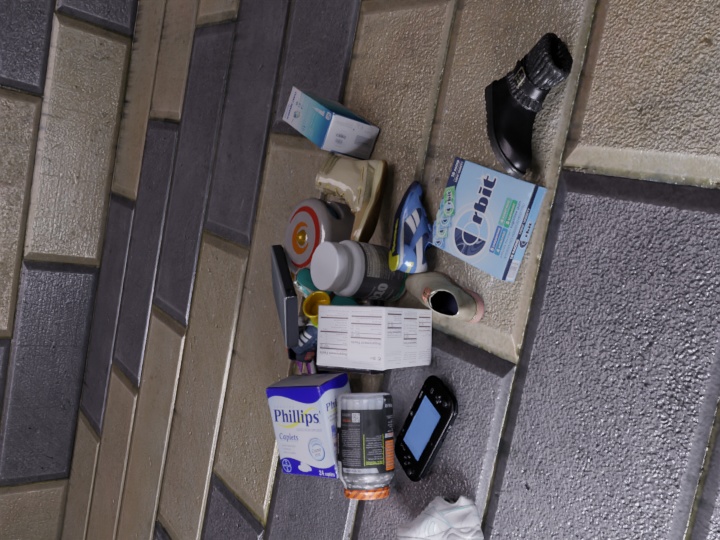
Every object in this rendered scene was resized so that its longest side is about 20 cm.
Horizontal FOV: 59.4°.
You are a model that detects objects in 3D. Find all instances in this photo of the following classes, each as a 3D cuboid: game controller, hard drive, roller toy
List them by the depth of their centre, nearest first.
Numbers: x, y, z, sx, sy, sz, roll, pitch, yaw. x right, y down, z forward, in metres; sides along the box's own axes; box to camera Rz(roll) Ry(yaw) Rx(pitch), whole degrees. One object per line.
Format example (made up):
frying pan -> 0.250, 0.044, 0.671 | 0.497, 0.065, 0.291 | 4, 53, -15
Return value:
game controller -> 0.126, 0.310, 1.240 | 0.104, 0.041, 0.204 | 43, 117, 43
hard drive -> -0.175, 0.055, 1.450 | 0.202, 0.032, 0.143 | -114, 21, -52
roller toy -> -0.092, -0.069, 1.472 | 0.197, 0.137, 0.189 | -17, 73, 48

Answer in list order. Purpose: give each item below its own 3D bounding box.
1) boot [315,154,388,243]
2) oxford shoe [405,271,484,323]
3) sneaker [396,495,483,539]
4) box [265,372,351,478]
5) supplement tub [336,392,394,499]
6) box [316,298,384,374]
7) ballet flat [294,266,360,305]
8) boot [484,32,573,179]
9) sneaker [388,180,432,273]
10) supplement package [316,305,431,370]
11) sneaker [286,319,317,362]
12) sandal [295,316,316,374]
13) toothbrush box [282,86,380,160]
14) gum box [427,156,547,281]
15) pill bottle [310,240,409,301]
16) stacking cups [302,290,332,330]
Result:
boot -> -0.032, -0.157, 1.387 | 0.151, 0.073, 0.206 | 11, 76, 16
oxford shoe -> 0.146, 0.043, 1.222 | 0.198, 0.072, 0.073 | 21, 101, 49
sneaker -> 0.146, 0.471, 1.186 | 0.198, 0.069, 0.083 | -26, 57, 39
box -> -0.104, 0.342, 1.414 | 0.180, 0.104, 0.207 | -10, 93, 41
supplement tub -> 0.011, 0.360, 1.311 | 0.121, 0.120, 0.207 | -11, 76, 48
box -> -0.026, 0.148, 1.438 | 0.197, 0.048, 0.167 | -7, 82, 50
ballet flat -> -0.063, 0.066, 1.383 | 0.199, 0.076, 0.064 | 41, 164, 10
boot -> 0.290, -0.280, 1.069 | 0.156, 0.078, 0.217 | -31, 55, 44
sneaker -> 0.110, -0.085, 1.292 | 0.074, 0.080, 0.206 | 126, 156, -67
supplement package -> 0.030, 0.128, 1.228 | 0.152, 0.198, 0.115 | -1, 84, 32
sneaker -> -0.109, 0.165, 1.442 | 0.198, 0.073, 0.087 | -24, 59, 55
sandal -> -0.141, 0.211, 1.545 | 0.084, 0.048, 0.207 | 93, 165, -52
toothbrush box -> -0.071, -0.343, 1.475 | 0.200, 0.144, 0.087 | 43, 117, 42
gum box -> 0.227, -0.099, 1.164 | 0.198, 0.044, 0.175 | 31, 108, 47
pill bottle -> 0.000, 0.000, 1.306 | 0.111, 0.196, 0.117 | -10, 77, 49
stacking cups -> -0.055, 0.121, 1.308 | 0.059, 0.201, 0.062 | -11, 52, 15
